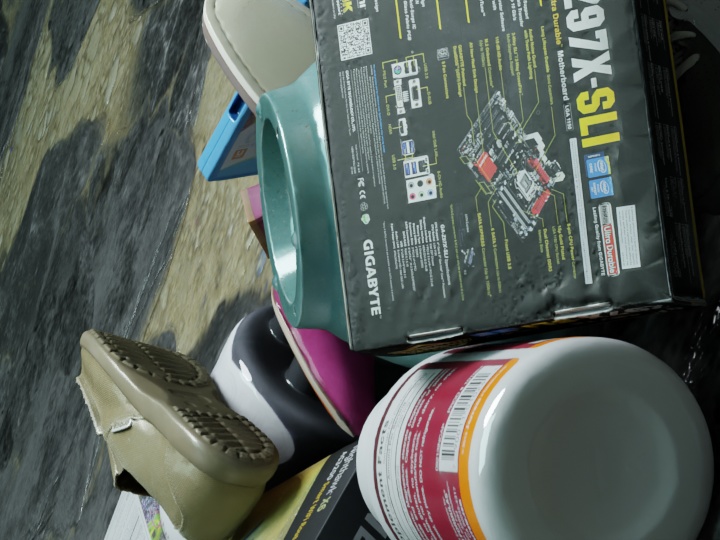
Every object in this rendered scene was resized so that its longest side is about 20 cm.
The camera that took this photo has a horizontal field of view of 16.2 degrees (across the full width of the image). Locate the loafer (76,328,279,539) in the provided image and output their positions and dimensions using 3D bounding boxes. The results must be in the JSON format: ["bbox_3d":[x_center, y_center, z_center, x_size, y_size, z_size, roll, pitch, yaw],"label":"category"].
[{"bbox_3d":[-0.112,0.089,1.385,0.200,0.076,0.068,39,109,60],"label":"loafer"}]

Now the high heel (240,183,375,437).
[{"bbox_3d":[0.000,0.000,1.355,0.068,0.096,0.200,61,-174,-48],"label":"high heel"}]

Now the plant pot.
[{"bbox_3d":[0.021,-0.038,1.263,0.200,0.133,0.201,172,90,-81],"label":"plant pot"}]

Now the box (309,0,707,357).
[{"bbox_3d":[0.062,-0.071,1.126,0.159,0.049,0.201,-11,82,26],"label":"box"}]

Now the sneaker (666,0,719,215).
[{"bbox_3d":[0.126,-0.119,1.160,0.075,0.115,0.201,127,154,-46],"label":"sneaker"}]

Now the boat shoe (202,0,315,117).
[{"bbox_3d":[-0.020,-0.087,1.475,0.072,0.200,0.060,-49,1,-29],"label":"boat shoe"}]

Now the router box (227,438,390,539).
[{"bbox_3d":[-0.058,0.188,1.288,0.157,0.052,0.200,-33,18,43],"label":"router box"}]

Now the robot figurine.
[{"bbox_3d":[-0.037,0.101,1.460,0.201,0.124,0.150,-63,-9,30],"label":"robot figurine"}]

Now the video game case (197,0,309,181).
[{"bbox_3d":[-0.005,-0.134,1.559,0.018,0.143,0.200,57,137,25],"label":"video game case"}]

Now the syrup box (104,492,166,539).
[{"bbox_3d":[-0.113,0.201,1.667,0.200,0.078,0.082,-123,53,-68],"label":"syrup box"}]

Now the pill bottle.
[{"bbox_3d":[0.070,0.089,1.151,0.200,0.112,0.114,171,114,-71],"label":"pill bottle"}]
